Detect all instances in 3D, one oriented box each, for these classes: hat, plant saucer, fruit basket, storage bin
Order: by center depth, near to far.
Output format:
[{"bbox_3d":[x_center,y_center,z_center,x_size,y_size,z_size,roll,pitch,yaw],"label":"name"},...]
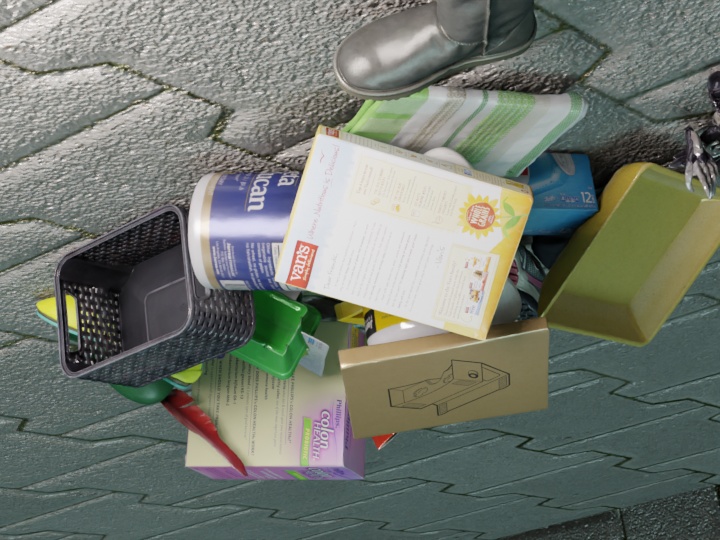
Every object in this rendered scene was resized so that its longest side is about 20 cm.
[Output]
[{"bbox_3d":[-0.211,0.029,1.728,0.200,0.136,0.094,-22,156,36],"label":"storage bin"},{"bbox_3d":[0.282,-0.023,1.750,0.200,0.048,0.200,13,116,-45],"label":"plant saucer"},{"bbox_3d":[-0.117,0.056,1.879,0.185,0.094,0.200,27,173,3],"label":"fruit basket"},{"bbox_3d":[-0.256,0.150,1.964,0.200,0.177,0.166,-10,161,32],"label":"hat"}]

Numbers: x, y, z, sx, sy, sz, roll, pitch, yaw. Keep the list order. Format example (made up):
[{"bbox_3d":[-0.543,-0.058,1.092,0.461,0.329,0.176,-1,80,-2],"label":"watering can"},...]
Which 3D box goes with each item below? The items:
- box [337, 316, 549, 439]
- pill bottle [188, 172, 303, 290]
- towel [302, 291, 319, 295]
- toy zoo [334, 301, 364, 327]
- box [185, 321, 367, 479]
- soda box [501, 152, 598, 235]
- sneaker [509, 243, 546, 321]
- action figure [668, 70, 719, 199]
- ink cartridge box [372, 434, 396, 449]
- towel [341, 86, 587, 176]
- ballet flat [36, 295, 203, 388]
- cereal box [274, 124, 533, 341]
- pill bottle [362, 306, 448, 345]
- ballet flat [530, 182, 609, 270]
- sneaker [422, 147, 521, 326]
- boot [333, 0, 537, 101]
[{"bbox_3d":[0.083,0.106,1.642,0.199,0.021,0.164,-9,149,0],"label":"box"},{"bbox_3d":[-0.051,-0.037,1.587,0.199,0.111,0.111,1,163,12],"label":"pill bottle"},{"bbox_3d":[0.000,0.000,1.899,0.200,0.031,0.149,2,160,-27],"label":"towel"},{"bbox_3d":[0.062,0.028,1.948,0.200,0.021,0.131,-27,160,37],"label":"toy zoo"},{"bbox_3d":[-0.098,0.159,2.051,0.199,0.176,0.097,-2,163,16],"label":"box"},{"bbox_3d":[0.129,-0.077,1.670,0.199,0.064,0.068,0,159,-23],"label":"soda box"},{"bbox_3d":[0.152,-0.009,1.851,0.080,0.075,0.200,3,146,26],"label":"sneaker"},{"bbox_3d":[0.358,-0.114,1.602,0.119,0.102,0.200,-10,158,2],"label":"action figure"},{"bbox_3d":[0.069,0.114,2.008,0.200,0.050,0.109,-45,-168,1],"label":"ink cartridge box"},{"bbox_3d":[0.085,-0.132,1.536,0.199,0.031,0.149,3,157,-23],"label":"towel"},{"bbox_3d":[-0.260,0.060,1.878,0.200,0.067,0.067,26,-170,6],"label":"ballet flat"},{"bbox_3d":[0.037,-0.033,1.500,0.199,0.144,0.040,17,-160,-4],"label":"cereal box"},{"bbox_3d":[0.057,0.028,1.736,0.114,0.201,0.114,-7,161,-2],"label":"pill bottle"},{"bbox_3d":[0.255,-0.042,1.818,0.073,0.073,0.200,2,159,-28],"label":"ballet flat"},{"bbox_3d":[0.085,-0.035,1.583,0.075,0.089,0.200,-26,123,-6],"label":"sneaker"},{"bbox_3d":[0.064,-0.205,1.256,0.181,0.073,0.200,-21,169,-4],"label":"boot"}]
